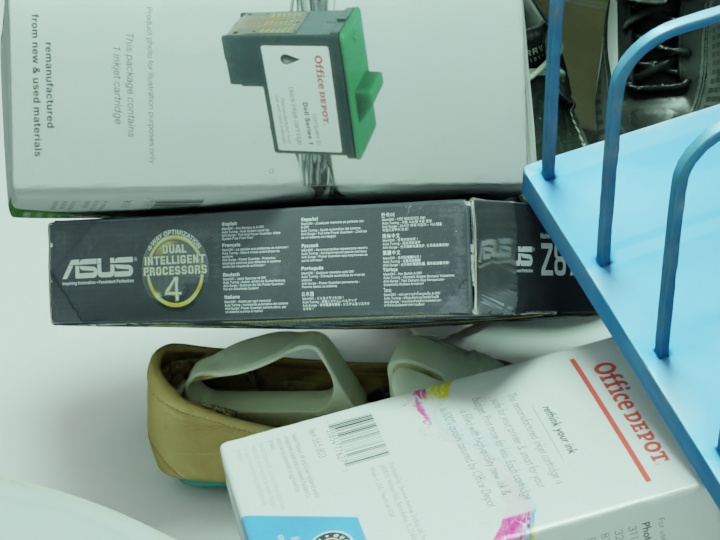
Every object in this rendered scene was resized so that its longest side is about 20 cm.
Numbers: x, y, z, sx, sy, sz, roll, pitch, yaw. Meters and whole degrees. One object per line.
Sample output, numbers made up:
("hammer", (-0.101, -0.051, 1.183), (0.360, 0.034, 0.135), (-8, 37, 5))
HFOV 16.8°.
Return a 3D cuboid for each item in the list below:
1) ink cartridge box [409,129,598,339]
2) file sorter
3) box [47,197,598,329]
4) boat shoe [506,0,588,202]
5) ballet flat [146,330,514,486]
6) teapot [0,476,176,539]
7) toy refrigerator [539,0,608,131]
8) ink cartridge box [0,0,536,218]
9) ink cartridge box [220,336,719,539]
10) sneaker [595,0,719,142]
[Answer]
("ink cartridge box", (0.041, -0.033, 1.185), (0.163, 0.057, 0.200), (-24, 48, -23))
("file sorter", (0.159, -0.021, 0.816), (0.139, 0.123, 0.200), (-17, 50, -14))
("box", (0.000, 0.000, 0.987), (0.200, 0.049, 0.161), (-2, 0, 33))
("boat shoe", (0.057, -0.085, 1.083), (0.072, 0.071, 0.200), (-20, 69, -27))
("ballet flat", (0.003, 0.055, 0.979), (0.200, 0.063, 0.069), (-3, 30, 18))
("teapot", (-0.103, 0.161, 0.727), (0.197, 0.146, 0.200), (29, 10, 27))
("toy refrigerator", (0.093, -0.118, 1.172), (0.200, 0.070, 0.076), (15, 31, 28))
("ink cartridge box", (-0.042, -0.066, 0.979), (0.200, 0.084, 0.146), (-2, -1, -10))
("ink cartridge box", (0.060, 0.089, 0.878), (0.200, 0.068, 0.115), (-15, 28, -5))
("sneaker", (0.131, -0.120, 1.050), (0.066, 0.090, 0.200), (5, 72, 26))
